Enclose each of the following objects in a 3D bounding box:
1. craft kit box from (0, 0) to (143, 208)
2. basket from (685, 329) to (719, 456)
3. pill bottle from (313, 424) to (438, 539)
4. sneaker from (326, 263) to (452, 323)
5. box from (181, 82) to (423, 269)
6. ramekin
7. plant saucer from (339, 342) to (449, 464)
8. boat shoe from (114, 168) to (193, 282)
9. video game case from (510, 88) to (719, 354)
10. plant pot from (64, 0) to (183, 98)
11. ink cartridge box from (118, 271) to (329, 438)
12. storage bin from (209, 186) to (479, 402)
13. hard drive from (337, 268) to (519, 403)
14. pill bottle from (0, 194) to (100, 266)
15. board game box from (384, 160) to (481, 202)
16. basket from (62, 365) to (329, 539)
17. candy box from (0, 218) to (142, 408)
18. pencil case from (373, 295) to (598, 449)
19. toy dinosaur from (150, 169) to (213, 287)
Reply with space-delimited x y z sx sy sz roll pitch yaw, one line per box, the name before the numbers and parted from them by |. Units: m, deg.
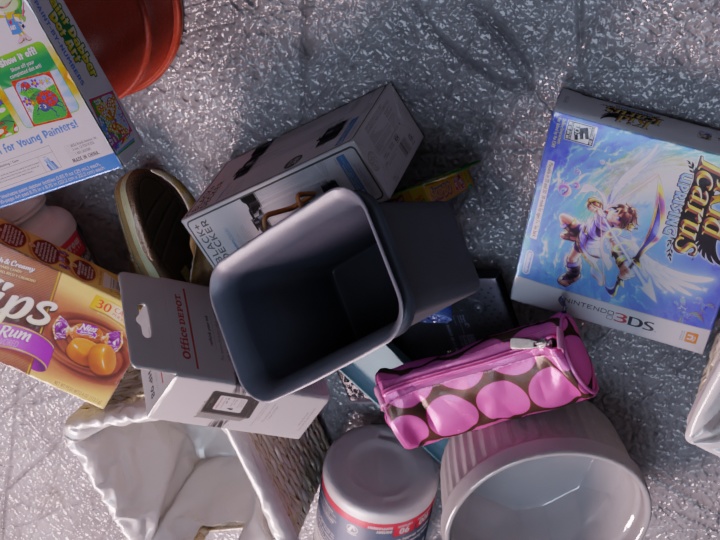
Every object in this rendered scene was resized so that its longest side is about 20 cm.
craft kit box | -0.298 -0.147 1.032 0.199 0.049 0.198 -14 119 28
basket | 0.373 0.064 1.113 0.135 0.124 0.201 22 127 6
pill bottle | 0.011 0.269 1.395 0.119 0.120 0.201 17 134 9
sneaker | 0.000 0.000 1.228 0.198 0.079 0.070 6 169 24
box | -0.052 -0.081 1.184 0.199 0.117 0.060 -22 114 33
ramekin | 0.169 0.207 1.269 0.198 0.105 0.201 -4 128 -5
plant saucer | 0.045 0.118 1.292 0.070 0.019 0.200 -27 121 38
boat shoe | -0.205 -0.010 1.327 0.076 0.072 0.201 0 124 35
video game case | 0.236 -0.039 1.146 0.180 0.046 0.201 15 127 10
plant pot | -0.283 -0.198 1.142 0.199 0.196 0.202 11 126 15
ink cartridge box | -0.138 0.079 1.223 0.199 0.116 0.067 13 132 -30
storage bin | -0.009 0.006 1.096 0.199 0.134 0.147 -30 78 40
hard drive | 0.061 0.062 1.285 0.198 0.042 0.136 -9 119 27
pill bottle | -0.322 0.005 1.351 0.110 0.111 0.201 -10 119 27
board game box | 0.012 -0.052 1.191 0.199 0.095 0.030 -22 93 31
basket | -0.161 0.178 1.377 0.197 0.161 0.201 -10 120 26
candy box | -0.309 0.037 1.276 0.199 0.057 0.117 27 108 -20
pencil case | 0.108 0.098 1.196 0.199 0.094 0.091 -22 72 20
toy dinosaur | -0.144 -0.026 1.267 0.058 0.101 0.201 8 126 16
